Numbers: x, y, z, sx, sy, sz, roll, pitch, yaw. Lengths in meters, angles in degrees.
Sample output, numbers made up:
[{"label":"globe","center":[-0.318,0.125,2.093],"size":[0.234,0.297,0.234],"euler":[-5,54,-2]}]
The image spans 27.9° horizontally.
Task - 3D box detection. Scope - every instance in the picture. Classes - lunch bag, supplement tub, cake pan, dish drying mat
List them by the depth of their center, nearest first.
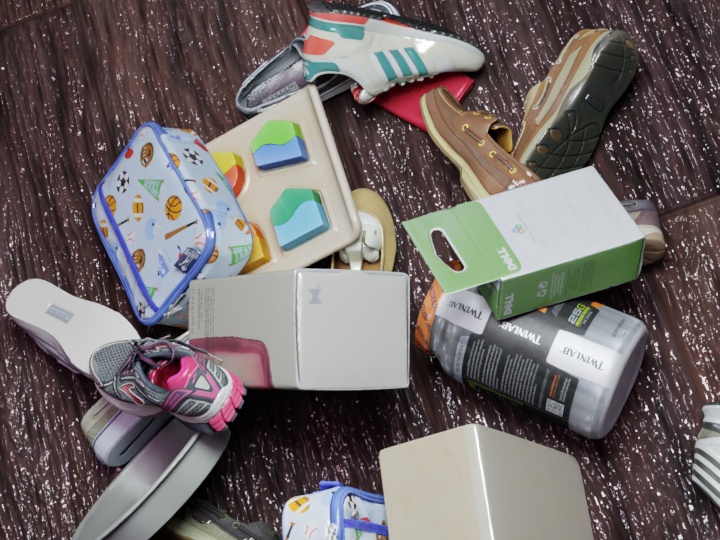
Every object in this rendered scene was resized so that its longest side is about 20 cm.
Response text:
[{"label":"lunch bag","center":[0.004,0.272,1.293],"size":[0.076,0.200,0.160],"euler":[-13,69,25]},{"label":"supplement tub","center":[0.161,0.070,1.383],"size":[0.200,0.123,0.123],"euler":[22,76,19]},{"label":"cake pan","center":[-0.197,0.205,1.389],"size":[0.037,0.200,0.200],"euler":[45,84,-10]},{"label":"lunch bag","center":[-0.200,-0.041,1.499],"size":[0.160,0.076,0.200],"euler":[-47,54,29]},{"label":"dish drying mat","center":[0.023,-0.220,1.578],"size":[0.200,0.018,0.077],"euler":[32,82,20]}]

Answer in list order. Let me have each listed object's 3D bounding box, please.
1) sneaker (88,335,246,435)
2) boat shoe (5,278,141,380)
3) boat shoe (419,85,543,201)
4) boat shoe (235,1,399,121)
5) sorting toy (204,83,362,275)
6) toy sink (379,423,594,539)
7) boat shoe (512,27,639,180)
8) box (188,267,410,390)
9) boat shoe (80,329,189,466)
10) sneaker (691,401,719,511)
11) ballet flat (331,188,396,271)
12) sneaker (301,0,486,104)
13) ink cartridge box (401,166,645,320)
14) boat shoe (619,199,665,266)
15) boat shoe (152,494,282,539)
[{"label":"sneaker","center":[-0.190,0.091,1.349],"size":[0.200,0.075,0.081],"euler":[6,62,46]},{"label":"boat shoe","center":[-0.287,0.075,1.497],"size":[0.200,0.069,0.072],"euler":[20,63,32]},{"label":"boat shoe","center":[0.123,-0.124,1.456],"size":[0.068,0.072,0.200],"euler":[-43,46,16]},{"label":"boat shoe","center":[-0.047,-0.225,1.552],"size":[0.200,0.068,0.072],"euler":[-32,70,7]},{"label":"sorting toy","center":[-0.104,-0.076,1.506],"size":[0.200,0.036,0.185],"euler":[-29,64,24]},{"label":"toy sink","center":[0.116,0.229,1.318],"size":[0.112,0.200,0.130],"euler":[-20,65,30]},{"label":"boat shoe","center":[0.207,-0.161,1.492],"size":[0.200,0.076,0.074],"euler":[-55,40,-1]},{"label":"box","center":[-0.061,0.058,1.373],"size":[0.200,0.128,0.109],"euler":[-5,84,55]},{"label":"boat shoe","center":[-0.206,0.110,1.480],"size":[0.200,0.072,0.062],"euler":[-44,64,-4]},{"label":"sneaker","center":[0.399,0.196,1.319],"size":[0.200,0.076,0.115],"euler":[12,82,25]},{"label":"ballet flat","center":[0.000,0.000,1.477],"size":[0.069,0.063,0.200],"euler":[-3,69,10]},{"label":"sneaker","center":[0.031,-0.218,1.519],"size":[0.200,0.070,0.093],"euler":[9,107,-22]},{"label":"ink cartridge box","center":[0.149,-0.020,1.341],"size":[0.200,0.059,0.104],"euler":[-16,50,-14]},{"label":"boat shoe","center":[0.200,-0.032,1.444],"size":[0.200,0.072,0.065],"euler":[-7,54,14]},{"label":"boat shoe","center":[-0.103,0.271,1.395],"size":[0.201,0.072,0.066],"euler":[21,56,17]}]
